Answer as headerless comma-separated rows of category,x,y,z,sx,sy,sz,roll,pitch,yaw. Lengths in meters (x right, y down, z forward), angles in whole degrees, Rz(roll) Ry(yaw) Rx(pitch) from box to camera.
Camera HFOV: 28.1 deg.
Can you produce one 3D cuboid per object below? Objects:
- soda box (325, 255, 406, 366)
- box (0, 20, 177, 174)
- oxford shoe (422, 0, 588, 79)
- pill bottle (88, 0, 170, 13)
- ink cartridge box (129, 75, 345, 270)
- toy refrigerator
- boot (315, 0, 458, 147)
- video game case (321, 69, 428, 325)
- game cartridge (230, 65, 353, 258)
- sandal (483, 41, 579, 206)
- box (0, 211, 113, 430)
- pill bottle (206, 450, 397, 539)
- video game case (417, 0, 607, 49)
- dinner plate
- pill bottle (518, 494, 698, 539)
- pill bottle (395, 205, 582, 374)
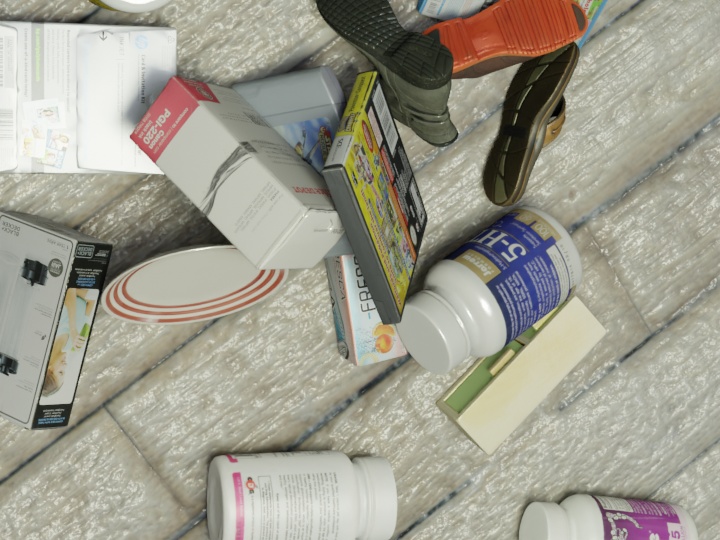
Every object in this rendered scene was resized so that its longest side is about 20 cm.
soda box,0.000,0.000,1.605,0.063,0.068,0.202,-12,103,-17
box,-0.292,-0.179,1.499,0.198,0.041,0.158,-1,101,-16
oxford shoe,0.154,-0.256,1.599,0.198,0.073,0.072,-12,78,-6
pill bottle,-0.232,-0.310,1.407,0.111,0.200,0.113,-3,101,-16
ink cartridge box,-0.115,-0.096,1.455,0.200,0.145,0.085,43,105,15
toy refrigerator,0.185,0.112,1.678,0.200,0.076,0.070,-45,109,-4
boot,0.026,-0.220,1.560,0.068,0.200,0.131,-38,153,-19
video game case,0.019,-0.078,1.506,0.025,0.181,0.201,-7,127,20
game cartridge,-0.062,-0.111,1.535,0.041,0.132,0.202,-21,102,-58
sandal,0.202,-0.165,1.633,0.054,0.082,0.202,15,95,-35
box,-0.339,0.052,1.486,0.060,0.116,0.202,6,100,-60
pill bottle,-0.066,0.261,1.611,0.198,0.113,0.115,-1,101,-16
video game case,0.180,-0.319,1.589,0.198,0.018,0.144,14,128,-18
dinner plate,-0.174,0.010,1.508,0.198,0.200,0.024,-6,69,-16
pill bottle,0.297,0.329,1.734,0.198,0.112,0.113,8,98,-18
pill bottle,0.140,0.025,1.599,0.199,0.119,0.120,-35,109,-27
